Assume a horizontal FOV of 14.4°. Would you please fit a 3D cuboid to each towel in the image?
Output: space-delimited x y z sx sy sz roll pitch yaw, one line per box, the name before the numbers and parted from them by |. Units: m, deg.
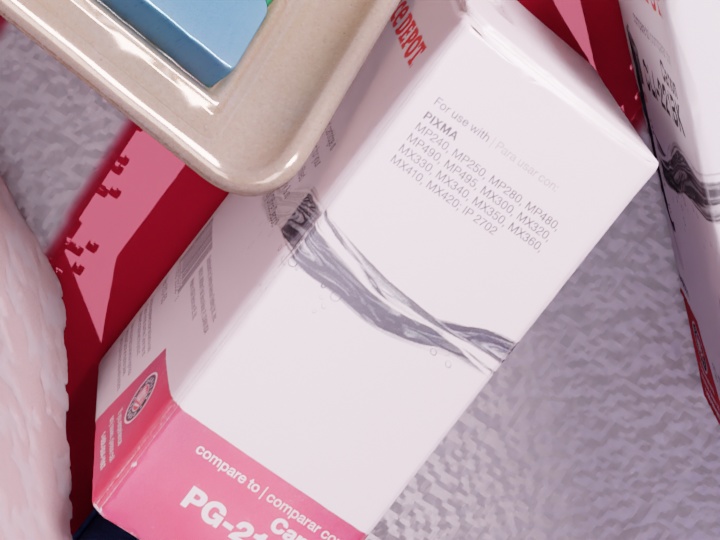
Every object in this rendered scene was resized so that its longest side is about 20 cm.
towel | -0.141 0.013 0.898 0.032 0.201 0.191 -18 133 9

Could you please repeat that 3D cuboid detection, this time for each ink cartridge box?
ink cartridge box | 0.000 0.000 0.957 0.084 0.145 0.200 35 101 -14
ink cartridge box | 0.146 -0.036 0.956 0.083 0.144 0.201 -13 106 1

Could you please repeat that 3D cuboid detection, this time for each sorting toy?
sorting toy | -0.066 -0.147 0.911 0.200 0.036 0.186 36 57 -10

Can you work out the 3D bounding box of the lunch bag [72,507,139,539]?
lunch bag | -0.081 0.185 1.008 0.132 0.136 0.201 21 103 7
